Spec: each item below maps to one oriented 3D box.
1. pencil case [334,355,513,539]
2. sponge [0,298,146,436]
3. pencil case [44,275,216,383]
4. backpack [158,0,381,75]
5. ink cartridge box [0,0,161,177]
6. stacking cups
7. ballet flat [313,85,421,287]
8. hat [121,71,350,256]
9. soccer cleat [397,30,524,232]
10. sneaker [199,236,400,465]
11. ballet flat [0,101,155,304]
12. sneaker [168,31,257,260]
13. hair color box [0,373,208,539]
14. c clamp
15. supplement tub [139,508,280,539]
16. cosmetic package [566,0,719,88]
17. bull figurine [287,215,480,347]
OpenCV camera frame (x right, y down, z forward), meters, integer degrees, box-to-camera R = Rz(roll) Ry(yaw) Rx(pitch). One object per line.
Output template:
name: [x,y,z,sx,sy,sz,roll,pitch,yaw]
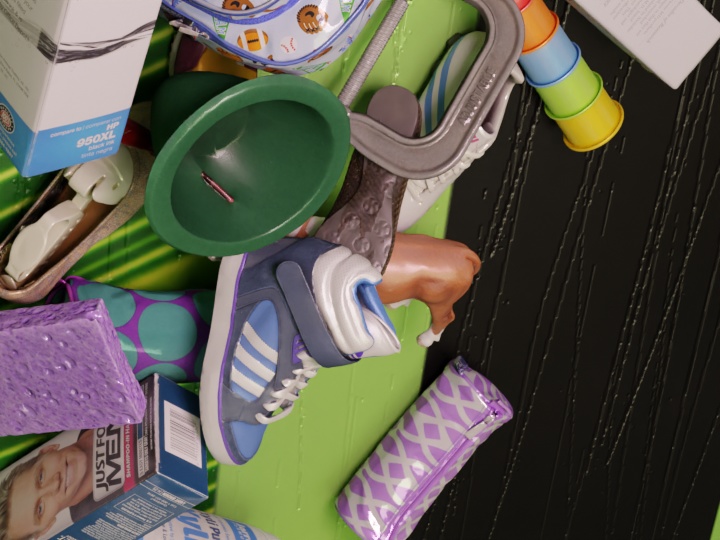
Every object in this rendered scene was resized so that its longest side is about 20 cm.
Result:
pencil case: [0.062,0.178,1.658,0.084,0.086,0.200,30,104,-38]
sponge: [-0.277,0.082,1.393,0.199,0.030,0.112,-7,128,17]
pencil case: [-0.161,0.048,1.462,0.199,0.085,0.093,0,82,-26]
backpack: [-0.070,-0.236,1.247,0.190,0.154,0.201,32,97,-2]
ink cartridge box: [-0.211,-0.189,1.192,0.084,0.145,0.200,-18,147,-36]
stacking cups: [0.154,-0.185,1.494,0.060,0.061,0.200,-41,129,2]
ballet flat: [0.005,-0.055,1.443,0.067,0.046,0.201,16,83,6]
hat: [-0.130,-0.128,1.334,0.200,0.176,0.166,17,117,-49]
soccer cleat: [0.067,-0.107,1.481,0.070,0.086,0.201,17,111,-34]
sneaker: [-0.043,0.073,1.390,0.081,0.146,0.201,-26,125,-64]
ballet flat: [-0.220,-0.050,1.372,0.200,0.068,0.067,-51,170,8]
sneaker: [-0.108,-0.106,1.388,0.075,0.090,0.201,-9,125,-23]
hair color box: [-0.217,0.178,1.457,0.200,0.100,0.060,-33,134,28]
c clamp: [0.030,-0.165,1.419,0.200,0.171,0.027,-54,172,-3]
supplement tub: [-0.174,0.274,1.567,0.199,0.132,0.132,21,109,-36]
cosmetic package: [0.203,-0.243,1.458,0.200,0.102,0.074,31,103,-38]
bull figurine: [0.000,0.000,1.507,0.199,0.065,0.122,12,139,-8]
